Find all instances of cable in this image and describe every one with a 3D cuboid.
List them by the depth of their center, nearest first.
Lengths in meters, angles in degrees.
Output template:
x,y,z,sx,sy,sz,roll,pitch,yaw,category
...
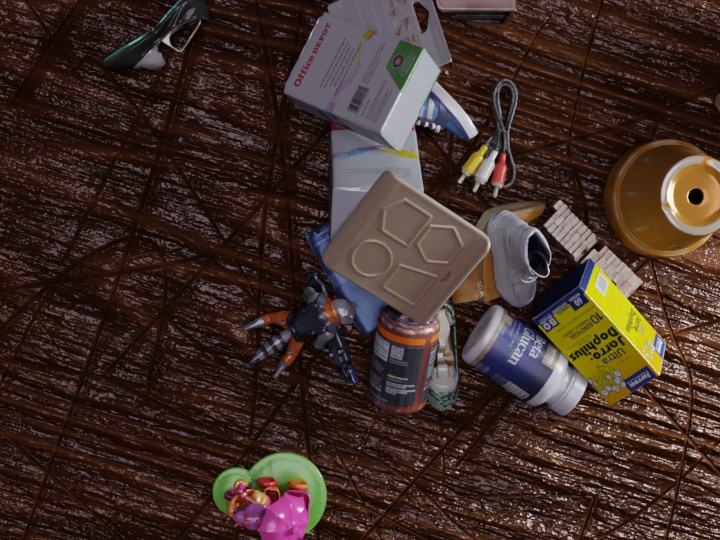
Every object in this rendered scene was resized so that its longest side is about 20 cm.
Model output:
x,y,z,sx,sy,sz,roll,pitch,yaw,category
0.240,-0.222,1.718,0.096,0.050,0.202,20,92,-4,cable

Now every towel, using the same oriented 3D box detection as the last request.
x,y,z,sx,sy,sz,roll,pitch,yaw,category
0.000,0.000,1.716,0.111,0.049,0.202,-29,92,-1,towel

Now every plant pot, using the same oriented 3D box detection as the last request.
x,y,z,sx,sy,sz,roll,pitch,yaw,category
0.523,-0.122,1.668,0.197,0.183,0.203,0,92,-2,plant pot

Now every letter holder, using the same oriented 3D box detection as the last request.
x,y,z,sx,sy,sz,roll,pitch,yaw,category
0.184,-0.522,1.683,0.140,0.101,0.203,0,92,-1,letter holder

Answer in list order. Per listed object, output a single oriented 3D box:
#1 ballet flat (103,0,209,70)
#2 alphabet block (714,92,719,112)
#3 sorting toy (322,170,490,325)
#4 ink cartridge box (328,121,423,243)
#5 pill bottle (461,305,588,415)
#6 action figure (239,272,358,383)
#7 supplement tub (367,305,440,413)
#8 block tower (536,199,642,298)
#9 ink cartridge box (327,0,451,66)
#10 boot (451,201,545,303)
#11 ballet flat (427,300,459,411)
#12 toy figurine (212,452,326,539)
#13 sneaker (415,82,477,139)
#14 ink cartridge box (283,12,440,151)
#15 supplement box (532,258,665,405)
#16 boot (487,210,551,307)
x,y,z,sx,sy,sz,roll,pitch,yaw,category
-0.333,-0.381,1.680,0.199,0.068,0.069,-39,102,-1,ballet flat
0.743,-0.281,1.666,0.196,0.200,0.196,-38,94,-1,alphabet block
0.068,-0.033,1.533,0.199,0.037,0.186,33,115,-13,sorting toy
0.020,-0.132,1.616,0.142,0.201,0.147,0,131,-4,ink cartridge box
0.280,0.156,1.702,0.199,0.111,0.112,33,90,-3,pill bottle
-0.083,0.117,1.682,0.192,0.105,0.202,-30,87,15,action figure
0.074,0.127,1.664,0.105,0.107,0.203,8,114,-3,supplement tub
0.388,-0.032,1.730,0.058,0.054,0.200,-44,93,-1,block tower
0.050,-0.379,1.646,0.174,0.045,0.202,-22,68,17,ink cartridge box
0.233,-0.029,1.725,0.199,0.071,0.146,-17,106,-11,boot
0.134,0.142,1.717,0.073,0.074,0.203,-6,92,-2,ballet flat
-0.154,0.388,1.653,0.197,0.184,0.153,7,91,-2,toy figurine
0.083,-0.256,1.702,0.200,0.081,0.146,44,98,-6,sneaker
0.001,-0.295,1.574,0.199,0.084,0.146,27,88,28,ink cartridge box
0.399,0.102,1.684,0.200,0.110,0.109,46,124,-5,supplement box
0.270,-0.002,1.660,0.073,0.095,0.201,-37,130,-15,boot
